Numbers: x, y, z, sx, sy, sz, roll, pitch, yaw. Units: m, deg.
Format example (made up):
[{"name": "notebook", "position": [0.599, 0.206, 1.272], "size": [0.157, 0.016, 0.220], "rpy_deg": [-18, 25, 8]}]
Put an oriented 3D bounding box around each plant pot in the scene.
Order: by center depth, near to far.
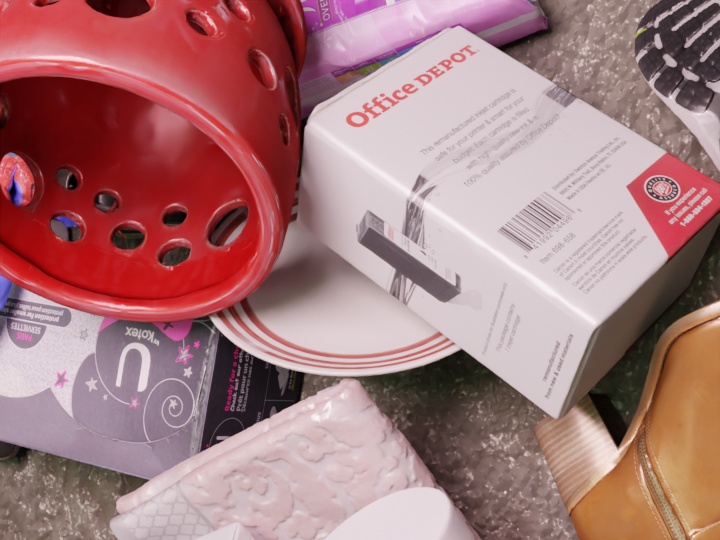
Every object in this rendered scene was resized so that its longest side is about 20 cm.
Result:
[{"name": "plant pot", "position": [-0.124, -0.099, 0.665], "size": [0.199, 0.201, 0.184], "rpy_deg": [-12, 44, 26]}]

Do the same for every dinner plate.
[{"name": "dinner plate", "position": [0.000, 0.000, 0.715], "size": [0.199, 0.200, 0.024], "rpy_deg": [23, 137, 28]}]

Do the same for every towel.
[{"name": "towel", "position": [-0.023, 0.177, 0.702], "size": [0.190, 0.032, 0.201], "rpy_deg": [-28, 113, 22]}]

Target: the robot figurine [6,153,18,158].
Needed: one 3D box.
[{"name": "robot figurine", "position": [-0.313, -0.065, 0.801], "size": [0.200, 0.058, 0.145], "rpy_deg": [-42, 52, -11]}]

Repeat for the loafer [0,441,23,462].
[{"name": "loafer", "position": [-0.287, 0.072, 0.843], "size": [0.072, 0.201, 0.073], "rpy_deg": [-5, 37, 4]}]

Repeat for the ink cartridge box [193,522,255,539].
[{"name": "ink cartridge box", "position": [-0.077, 0.265, 0.696], "size": [0.144, 0.084, 0.201], "rpy_deg": [-26, 115, 22]}]

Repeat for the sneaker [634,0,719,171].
[{"name": "sneaker", "position": [0.216, -0.084, 0.652], "size": [0.073, 0.081, 0.201], "rpy_deg": [-30, 52, 18]}]

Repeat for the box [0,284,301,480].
[{"name": "box", "position": [-0.152, 0.065, 0.801], "size": [0.198, 0.114, 0.134], "rpy_deg": [8, 88, 28]}]

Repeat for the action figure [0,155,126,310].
[{"name": "action figure", "position": [-0.223, 0.001, 0.746], "size": [0.098, 0.065, 0.202], "rpy_deg": [13, 74, 38]}]

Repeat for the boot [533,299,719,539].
[{"name": "boot", "position": [0.205, 0.107, 0.636], "size": [0.200, 0.073, 0.156], "rpy_deg": [-43, 65, 30]}]

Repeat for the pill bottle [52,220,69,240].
[{"name": "pill bottle", "position": [-0.334, 0.000, 0.906], "size": [0.199, 0.114, 0.115], "rpy_deg": [-30, 71, 21]}]

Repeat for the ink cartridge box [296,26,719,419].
[{"name": "ink cartridge box", "position": [0.081, -0.036, 0.661], "size": [0.199, 0.144, 0.084], "rpy_deg": [37, 142, 22]}]

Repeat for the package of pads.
[{"name": "package of pads", "position": [0.016, -0.189, 0.766], "size": [0.198, 0.076, 0.122], "rpy_deg": [-16, 73, 25]}]

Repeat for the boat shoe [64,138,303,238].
[{"name": "boat shoe", "position": [-0.125, -0.058, 0.825], "size": [0.198, 0.073, 0.075], "rpy_deg": [-9, 80, 27]}]

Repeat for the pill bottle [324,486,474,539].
[{"name": "pill bottle", "position": [0.056, 0.225, 0.627], "size": [0.113, 0.114, 0.201], "rpy_deg": [-26, 106, 22]}]
